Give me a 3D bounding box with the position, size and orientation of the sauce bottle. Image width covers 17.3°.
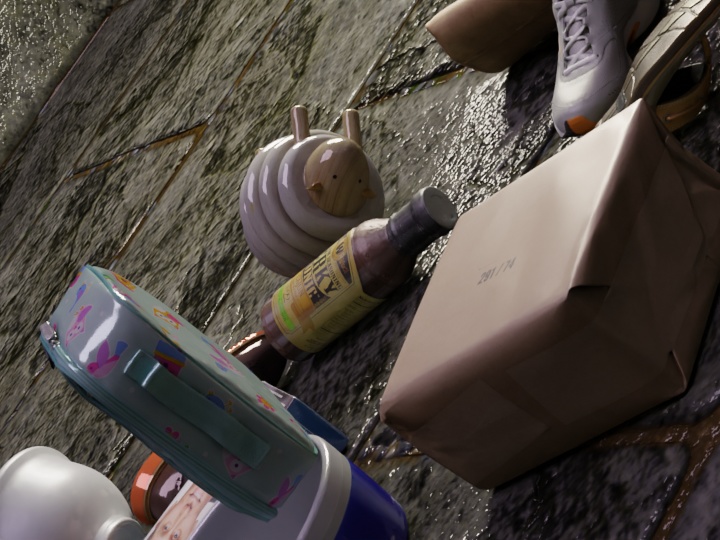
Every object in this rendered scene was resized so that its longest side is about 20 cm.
[{"bbox_3d":[0.000,0.000,1.940,0.200,0.065,0.065,-40,21,33],"label":"sauce bottle"}]

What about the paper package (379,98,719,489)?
[{"bbox_3d":[0.129,0.017,1.527,0.200,0.103,0.191,-33,25,46],"label":"paper package"}]

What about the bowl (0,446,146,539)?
[{"bbox_3d":[-0.227,0.243,1.893,0.090,0.202,0.202,1,44,22],"label":"bowl"}]

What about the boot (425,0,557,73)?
[{"bbox_3d":[0.125,-0.238,1.962,0.199,0.174,0.067,-30,52,43],"label":"boot"}]

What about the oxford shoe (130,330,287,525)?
[{"bbox_3d":[-0.107,0.136,1.966,0.072,0.071,0.201,11,57,38],"label":"oxford shoe"}]

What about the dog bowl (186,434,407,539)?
[{"bbox_3d":[-0.060,0.217,1.638,0.200,0.079,0.201,-45,18,19],"label":"dog bowl"}]

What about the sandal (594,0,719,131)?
[{"bbox_3d":[0.214,-0.120,1.683,0.201,0.054,0.080,-60,8,22],"label":"sandal"}]

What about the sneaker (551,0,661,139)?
[{"bbox_3d":[0.171,-0.185,1.815,0.075,0.092,0.201,-18,35,29],"label":"sneaker"}]

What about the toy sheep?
[{"bbox_3d":[-0.045,-0.060,2.068,0.138,0.137,0.200,-61,6,-29],"label":"toy sheep"}]

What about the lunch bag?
[{"bbox_3d":[-0.127,0.083,1.607,0.077,0.200,0.160,-52,19,2],"label":"lunch bag"}]

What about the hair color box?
[{"bbox_3d":[-0.101,0.187,1.828,0.201,0.060,0.100,-54,17,-7],"label":"hair color box"}]
